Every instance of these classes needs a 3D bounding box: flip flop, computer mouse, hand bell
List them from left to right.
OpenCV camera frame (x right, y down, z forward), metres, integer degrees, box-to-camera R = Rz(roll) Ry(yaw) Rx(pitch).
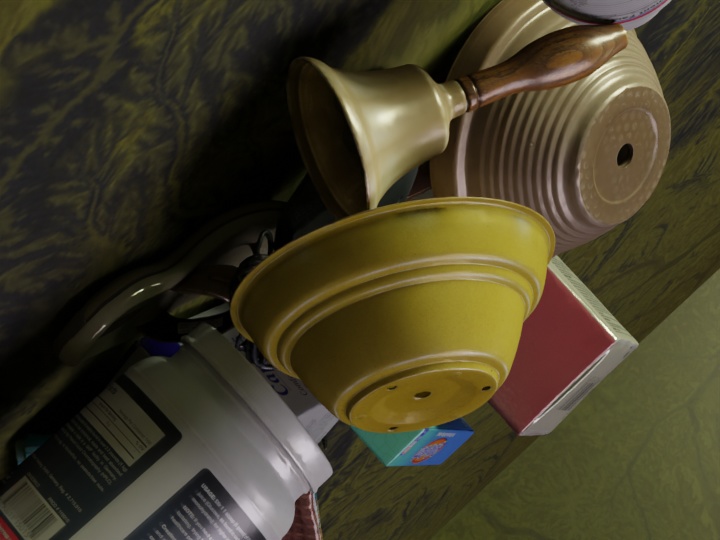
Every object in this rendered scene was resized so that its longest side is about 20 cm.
[{"bbox_3d":[-0.105,0.017,1.332,0.200,0.058,0.081,-30,162,-44],"label":"flip flop"},{"bbox_3d":[-0.011,-0.031,1.340,0.201,0.053,0.139,-59,166,-18],"label":"computer mouse"},{"bbox_3d":[0.067,-0.106,1.243,0.199,0.105,0.104,-22,161,-18],"label":"hand bell"}]

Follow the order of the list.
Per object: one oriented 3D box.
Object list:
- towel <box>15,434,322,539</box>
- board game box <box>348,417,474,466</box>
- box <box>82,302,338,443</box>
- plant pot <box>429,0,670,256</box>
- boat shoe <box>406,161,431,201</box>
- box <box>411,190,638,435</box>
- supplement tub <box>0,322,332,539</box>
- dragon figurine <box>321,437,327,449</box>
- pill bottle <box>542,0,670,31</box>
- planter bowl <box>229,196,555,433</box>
[{"bbox_3d":[-0.123,0.170,1.408,0.022,0.199,0.147,-70,156,-57],"label":"towel"},{"bbox_3d":[0.007,0.085,1.674,0.045,0.152,0.200,-43,166,6],"label":"board game box"},{"bbox_3d":[-0.114,0.116,1.516,0.184,0.105,0.200,-50,166,31],"label":"box"},{"bbox_3d":[0.148,-0.091,1.459,0.200,0.092,0.202,-24,125,-39],"label":"plant pot"},{"bbox_3d":[0.091,-0.097,1.514,0.202,0.075,0.075,-38,166,-21],"label":"boat shoe"},{"bbox_3d":[0.105,0.020,1.650,0.109,0.200,0.128,-44,167,8],"label":"box"},{"bbox_3d":[-0.130,0.143,1.284,0.200,0.140,0.140,-41,167,-9],"label":"supplement tub"},{"bbox_3d":[0.028,0.067,1.884,0.200,0.059,0.100,-37,166,-26],"label":"dragon figurine"},{"bbox_3d":[0.144,-0.207,1.254,0.109,0.109,0.200,-43,167,0],"label":"pill bottle"},{"bbox_3d":[0.029,0.041,1.253,0.199,0.084,0.201,-12,156,-5],"label":"planter bowl"}]
